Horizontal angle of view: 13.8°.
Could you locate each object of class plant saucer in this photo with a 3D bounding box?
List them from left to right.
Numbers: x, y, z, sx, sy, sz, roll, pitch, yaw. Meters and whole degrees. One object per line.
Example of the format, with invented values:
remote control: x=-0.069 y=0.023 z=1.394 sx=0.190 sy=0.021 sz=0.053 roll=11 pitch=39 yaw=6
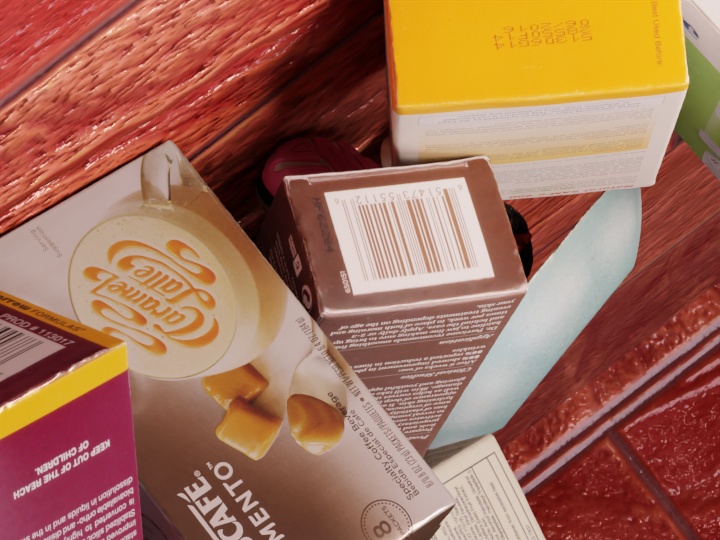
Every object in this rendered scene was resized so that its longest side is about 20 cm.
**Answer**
plant saucer: x=0.096 y=0.029 z=1.579 sx=0.201 sy=0.039 sz=0.201 roll=-51 pitch=176 yaw=-5

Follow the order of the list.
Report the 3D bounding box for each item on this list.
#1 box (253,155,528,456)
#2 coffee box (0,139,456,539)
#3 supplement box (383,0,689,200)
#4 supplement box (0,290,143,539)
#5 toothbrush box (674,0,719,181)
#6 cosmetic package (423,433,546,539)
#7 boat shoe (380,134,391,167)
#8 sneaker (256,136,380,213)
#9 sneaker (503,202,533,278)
box: x=-0.003 y=0.029 z=1.352 sx=0.100 sy=0.075 sz=0.200 roll=-6 pitch=153 yaw=-20
coffee box: x=-0.070 y=0.062 z=1.246 sx=0.114 sy=0.200 sz=0.080 roll=-31 pitch=167 yaw=-29
supplement box: x=0.073 y=-0.087 z=1.316 sx=0.126 sy=0.074 sz=0.200 roll=-5 pitch=169 yaw=-1
supplement box: x=-0.152 y=0.115 z=1.181 sx=0.086 sy=0.110 sz=0.201 roll=-28 pitch=127 yaw=-41
toothbrush box: x=0.173 y=-0.129 z=1.399 sx=0.086 sy=0.146 sz=0.200 roll=-40 pitch=170 yaw=-5
cosmetic package: x=-0.005 y=0.169 z=1.426 sx=0.200 sy=0.104 sz=0.087 roll=-27 pitch=-177 yaw=-40
boat shoe: x=0.095 y=-0.080 z=1.582 sx=0.201 sy=0.072 sz=0.060 roll=-22 pitch=167 yaw=-48
sneaker: x=0.000 y=0.000 z=1.465 sx=0.087 sy=0.074 sz=0.200 roll=-45 pitch=149 yaw=11
sneaker: x=-0.010 y=0.009 z=1.586 sx=0.199 sy=0.080 sz=0.095 roll=-12 pitch=-168 yaw=-28
